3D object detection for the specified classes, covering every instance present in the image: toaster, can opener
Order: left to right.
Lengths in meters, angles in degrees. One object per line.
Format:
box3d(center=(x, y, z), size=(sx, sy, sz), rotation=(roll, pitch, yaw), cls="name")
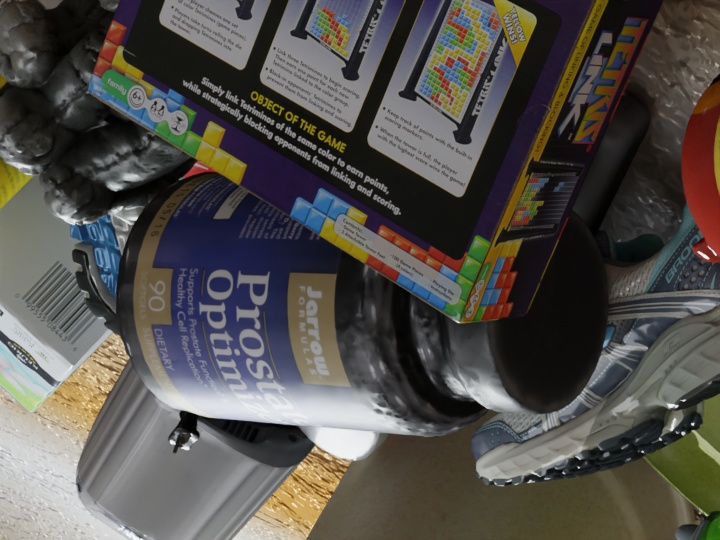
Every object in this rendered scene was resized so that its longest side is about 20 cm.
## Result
box3d(center=(-0.079, 0.073, 1.246), size=(0.113, 0.200, 0.129), rotation=(32, 129, -5), cls="toaster")
box3d(center=(0.079, -0.016, 1.005), size=(0.053, 0.066, 0.200), rotation=(35, 142, 14), cls="can opener")

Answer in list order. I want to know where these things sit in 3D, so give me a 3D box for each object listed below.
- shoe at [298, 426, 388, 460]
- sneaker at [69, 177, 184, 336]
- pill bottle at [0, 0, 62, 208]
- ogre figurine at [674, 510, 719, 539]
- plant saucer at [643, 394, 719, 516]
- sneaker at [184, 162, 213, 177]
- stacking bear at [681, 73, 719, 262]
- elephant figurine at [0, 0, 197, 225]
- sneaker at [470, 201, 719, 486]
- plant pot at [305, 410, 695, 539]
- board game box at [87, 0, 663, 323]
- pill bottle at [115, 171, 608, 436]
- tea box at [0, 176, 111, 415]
box3d(center=(0.000, 0.000, 1.122), size=(0.071, 0.091, 0.201), rotation=(19, 139, 29), cls="shoe")
box3d(center=(-0.129, -0.066, 1.309), size=(0.075, 0.087, 0.201), rotation=(18, 126, 33), cls="sneaker")
box3d(center=(-0.247, -0.078, 1.312), size=(0.114, 0.200, 0.114), rotation=(36, 159, 16), cls="pill bottle")
box3d(center=(0.213, 0.158, 0.987), size=(0.200, 0.098, 0.120), rotation=(35, 154, -24), cls="ogre figurine")
box3d(center=(0.188, 0.073, 1.047), size=(0.200, 0.031, 0.200), rotation=(38, 160, 16), cls="plant saucer")
box3d(center=(-0.044, -0.023, 1.209), size=(0.200, 0.085, 0.077), rotation=(34, 158, 21), cls="sneaker")
box3d(center=(0.164, -0.043, 0.759), size=(0.114, 0.121, 0.200), rotation=(50, 169, 0), cls="stacking bear")
box3d(center=(-0.069, -0.102, 1.055), size=(0.141, 0.156, 0.200), rotation=(16, 149, -42), cls="elephant figurine")
box3d(center=(0.116, 0.030, 0.971), size=(0.200, 0.077, 0.087), rotation=(-36, 68, 43), cls="sneaker")
box3d(center=(0.048, 0.162, 1.184), size=(0.200, 0.184, 0.201), rotation=(21, 135, 23), cls="plant pot")
box3d(center=(0.006, -0.099, 0.858), size=(0.200, 0.166, 0.057), rotation=(32, -162, 28), cls="board game box")
box3d(center=(0.001, 0.013, 0.961), size=(0.199, 0.112, 0.112), rotation=(1, 137, 41), cls="pill bottle")
box3d(center=(-0.232, -0.030, 1.476), size=(0.200, 0.134, 0.197), rotation=(44, 161, -2), cls="tea box")
